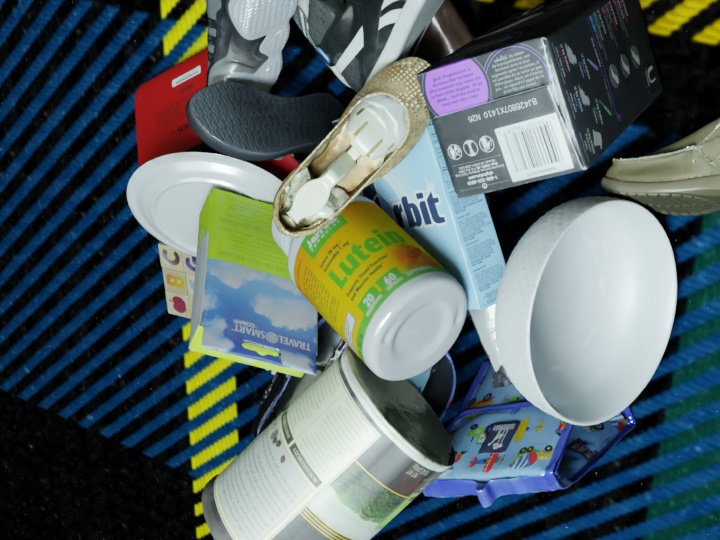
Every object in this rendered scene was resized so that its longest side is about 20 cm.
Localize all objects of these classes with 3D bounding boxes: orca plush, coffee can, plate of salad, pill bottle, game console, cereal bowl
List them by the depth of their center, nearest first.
[{"bbox_3d":[0.191,0.031,1.000,0.083,0.198,0.203,16,125,51],"label":"cereal bowl"},{"bbox_3d":[0.000,0.000,1.043,0.200,0.110,0.112,45,136,39],"label":"pill bottle"},{"bbox_3d":[-0.031,0.189,1.044,0.200,0.146,0.147,-44,86,13],"label":"coffee can"},{"bbox_3d":[0.140,0.006,1.086,0.202,0.070,0.105,67,153,20],"label":"orca plush"},{"bbox_3d":[-0.153,-0.071,1.207,0.196,0.049,0.201,5,148,3],"label":"plate of salad"},{"bbox_3d":[-0.146,-0.144,1.243,0.198,0.118,0.175,-17,73,39],"label":"game console"}]

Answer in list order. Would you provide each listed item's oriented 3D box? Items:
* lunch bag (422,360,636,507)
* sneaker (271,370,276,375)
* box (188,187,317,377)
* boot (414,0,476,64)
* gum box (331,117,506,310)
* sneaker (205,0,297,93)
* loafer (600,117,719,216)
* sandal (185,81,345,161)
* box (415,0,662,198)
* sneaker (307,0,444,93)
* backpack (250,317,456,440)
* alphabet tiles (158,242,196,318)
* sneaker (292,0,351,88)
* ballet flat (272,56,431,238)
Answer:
[{"bbox_3d":[0.157,0.168,1.082,0.149,0.200,0.095,-10,109,37],"label":"lunch bag"},{"bbox_3d":[-0.046,0.095,1.275,0.199,0.078,0.091,39,115,-3],"label":"sneaker"},{"bbox_3d":[-0.103,0.018,1.101,0.120,0.202,0.048,15,137,-19],"label":"box"},{"bbox_3d":[0.088,-0.241,1.004,0.185,0.064,0.202,-18,106,40],"label":"boot"},{"bbox_3d":[0.055,-0.064,1.065,0.169,0.044,0.203,-2,107,63],"label":"gum box"},{"bbox_3d":[-0.126,-0.243,1.076,0.115,0.075,0.201,56,147,19],"label":"sneaker"},{"bbox_3d":[0.295,-0.088,0.937,0.198,0.075,0.069,1,78,43],"label":"loafer"},{"bbox_3d":[-0.089,-0.137,1.089,0.043,0.198,0.077,-31,72,40],"label":"sandal"},{"bbox_3d":[0.152,-0.152,0.912,0.121,0.200,0.107,-9,110,37],"label":"box"},{"bbox_3d":[0.014,-0.248,0.957,0.111,0.073,0.201,38,128,8],"label":"sneaker"},{"bbox_3d":[0.001,0.123,1.169,0.180,0.135,0.202,26,106,-6],"label":"backpack"},{"bbox_3d":[-0.150,0.029,1.327,0.197,0.006,0.169,12,126,21],"label":"alphabet tiles"},{"bbox_3d":[-0.038,-0.265,1.074,0.202,0.080,0.074,60,158,-6],"label":"sneaker"},{"bbox_3d":[-0.006,-0.097,0.962,0.070,0.065,0.200,39,111,-4],"label":"ballet flat"}]
